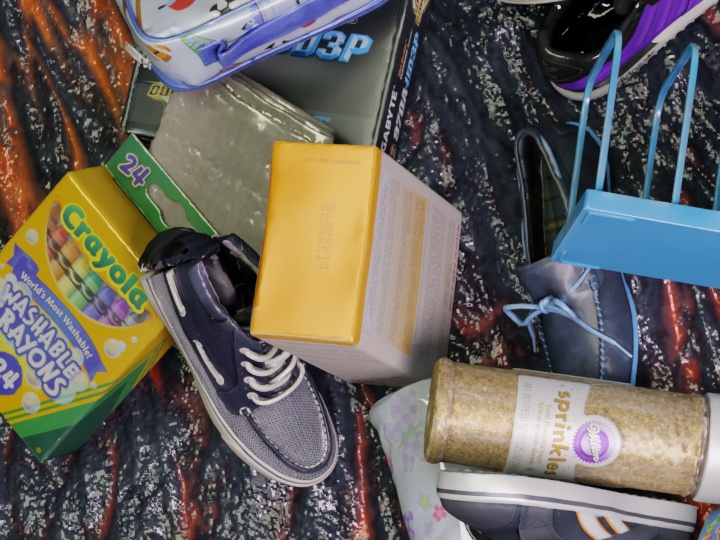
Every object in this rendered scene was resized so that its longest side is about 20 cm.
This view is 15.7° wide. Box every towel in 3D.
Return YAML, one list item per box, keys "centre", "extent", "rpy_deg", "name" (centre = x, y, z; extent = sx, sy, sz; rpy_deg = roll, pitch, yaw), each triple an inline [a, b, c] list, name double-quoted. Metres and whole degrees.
- centre: [-0.100, -0.037, 1.797]
  extent: [0.132, 0.034, 0.201]
  rpy_deg: [34, 111, 19]
  name: "towel"

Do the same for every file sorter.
- centre: [0.232, -0.061, 1.605]
  extent: [0.199, 0.139, 0.123]
  rpy_deg: [10, 78, -2]
  name: "file sorter"

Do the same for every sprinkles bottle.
- centre: [0.141, 0.100, 1.632]
  extent: [0.199, 0.068, 0.069]
  rpy_deg: [8, 81, -1]
  name: "sprinkles bottle"

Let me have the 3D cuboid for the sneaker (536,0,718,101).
- centre: [0.189, -0.196, 1.705]
  extent: [0.070, 0.099, 0.200]
  rpy_deg: [45, 98, 21]
  name: "sneaker"

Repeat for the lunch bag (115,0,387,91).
- centre: [-0.077, -0.209, 1.763]
  extent: [0.199, 0.076, 0.161]
  rpy_deg: [-26, 55, -1]
  name: "lunch bag"

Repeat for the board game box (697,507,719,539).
- centre: [0.275, 0.148, 1.548]
  extent: [0.200, 0.151, 0.037]
  rpy_deg: [-34, 99, 31]
  name: "board game box"

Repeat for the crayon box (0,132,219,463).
- centre: [-0.190, 0.019, 1.803]
  extent: [0.126, 0.052, 0.200]
  rpy_deg: [49, 115, 12]
  name: "crayon box"

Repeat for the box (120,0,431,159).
- centre: [-0.057, -0.153, 1.826]
  extent: [0.199, 0.046, 0.160]
  rpy_deg: [11, 84, 24]
  name: "box"

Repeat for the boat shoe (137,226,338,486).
- centre: [-0.068, 0.060, 1.714]
  extent: [0.075, 0.093, 0.200]
  rpy_deg: [-41, 105, -20]
  name: "boat shoe"

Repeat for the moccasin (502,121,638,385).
- centre: [0.126, 0.002, 1.699]
  extent: [0.080, 0.068, 0.201]
  rpy_deg: [-25, 67, 41]
  name: "moccasin"

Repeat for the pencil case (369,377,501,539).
- centre: [0.068, 0.165, 1.689]
  extent: [0.091, 0.083, 0.201]
  rpy_deg: [-39, 62, 50]
  name: "pencil case"

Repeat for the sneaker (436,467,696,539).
- centre: [0.128, 0.169, 1.609]
  extent: [0.078, 0.199, 0.080]
  rpy_deg: [1, 79, 54]
  name: "sneaker"

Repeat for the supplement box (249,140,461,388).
- centre: [0.000, 0.000, 1.688]
  extent: [0.073, 0.200, 0.127]
  rpy_deg: [3, 79, 19]
  name: "supplement box"

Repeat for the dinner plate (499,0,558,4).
- centre: [0.162, -0.235, 1.695]
  extent: [0.199, 0.024, 0.200]
  rpy_deg: [-22, 29, 13]
  name: "dinner plate"
